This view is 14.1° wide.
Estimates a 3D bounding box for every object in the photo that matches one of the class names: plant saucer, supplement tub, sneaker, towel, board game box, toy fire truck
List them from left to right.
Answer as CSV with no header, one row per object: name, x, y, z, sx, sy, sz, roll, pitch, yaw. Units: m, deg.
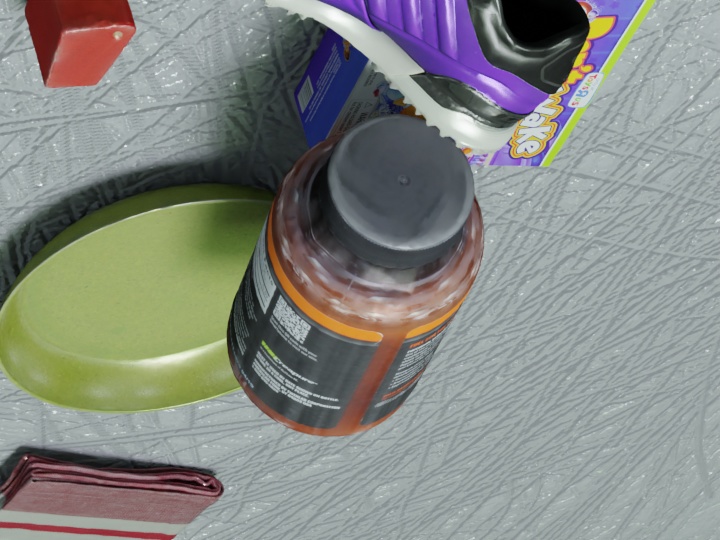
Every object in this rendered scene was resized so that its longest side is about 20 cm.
toy fire truck,-0.150,-0.159,1.243,0.141,0.049,0.200,-1,145,-25
towel,-0.195,0.172,1.775,0.144,0.023,0.200,10,142,-39
plant saucer,-0.101,0.011,1.553,0.199,0.031,0.200,-13,148,-8
supplement tub,0.000,0.000,1.428,0.107,0.107,0.200,-6,157,-16
sneaker,0.019,-0.143,1.276,0.200,0.070,0.099,35,130,-20
board game box,0.065,-0.128,1.398,0.134,0.045,0.200,-1,145,-24
